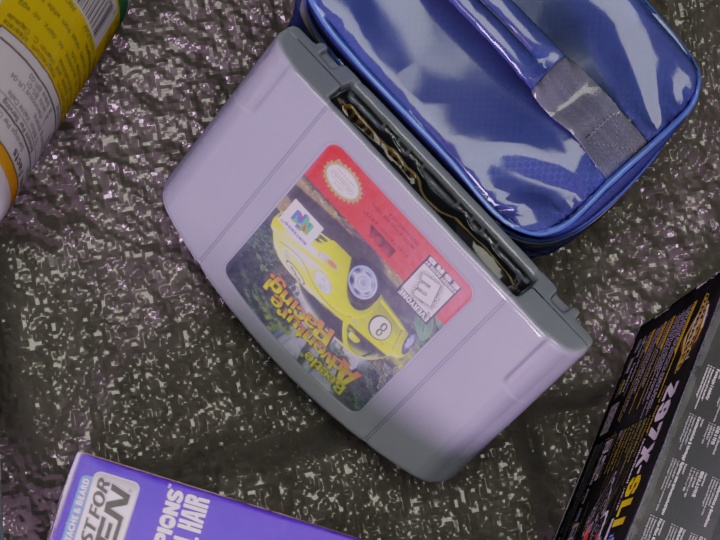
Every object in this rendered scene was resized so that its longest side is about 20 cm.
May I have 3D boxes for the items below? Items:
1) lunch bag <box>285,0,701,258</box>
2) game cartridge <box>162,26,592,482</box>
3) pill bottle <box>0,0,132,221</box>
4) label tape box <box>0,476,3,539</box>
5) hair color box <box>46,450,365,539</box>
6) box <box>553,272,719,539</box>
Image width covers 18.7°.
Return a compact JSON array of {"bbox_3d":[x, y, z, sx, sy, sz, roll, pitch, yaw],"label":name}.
[{"bbox_3d":[0.057,-0.108,1.048,0.136,0.132,0.200,-43,88,-15],"label":"lunch bag"},{"bbox_3d":[0.000,0.000,1.020,0.200,0.133,0.041,46,43,5],"label":"game cartridge"},{"bbox_3d":[-0.191,-0.082,0.989,0.112,0.113,0.200,27,59,-3],"label":"pill bottle"},{"bbox_3d":[-0.238,0.064,0.971,0.143,0.066,0.200,12,39,-23],"label":"label tape box"},{"bbox_3d":[-0.044,0.144,0.992,0.199,0.109,0.065,17,76,-6],"label":"hair color box"},{"bbox_3d":[0.133,0.107,1.002,0.049,0.160,0.201,25,75,-4],"label":"box"}]
